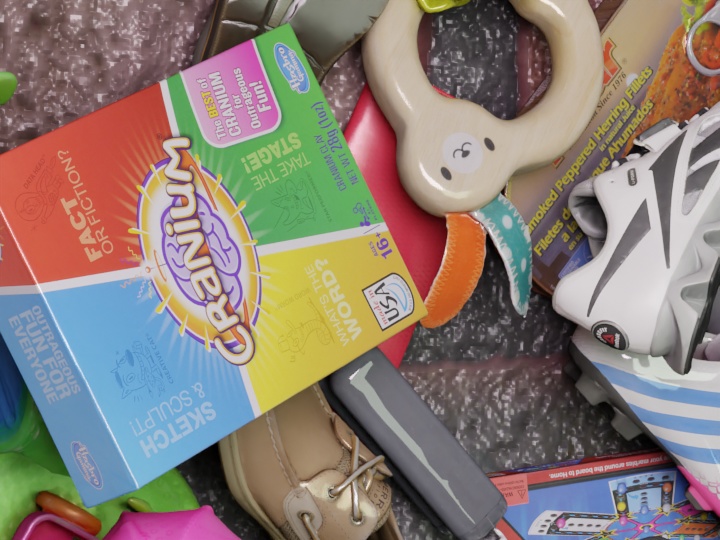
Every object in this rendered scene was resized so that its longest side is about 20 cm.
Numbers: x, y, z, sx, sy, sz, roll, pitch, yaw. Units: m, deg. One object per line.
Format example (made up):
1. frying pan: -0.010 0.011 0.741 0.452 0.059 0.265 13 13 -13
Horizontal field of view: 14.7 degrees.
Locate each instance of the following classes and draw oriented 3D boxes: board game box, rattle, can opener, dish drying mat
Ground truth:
1. board game box: 0.145 0.148 1.475 0.199 0.019 0.104 -7 96 -24
2. rattle: 0.073 -0.085 1.342 0.130 0.143 0.201 23 64 -27
3. can opener: 0.041 0.122 1.387 0.066 0.053 0.200 -40 107 -16
4. board game box: -0.075 -0.006 1.231 0.200 0.040 0.154 -30 95 -44
5. dish drying mat: 0.000 0.000 1.402 0.077 0.018 0.201 26 82 -23

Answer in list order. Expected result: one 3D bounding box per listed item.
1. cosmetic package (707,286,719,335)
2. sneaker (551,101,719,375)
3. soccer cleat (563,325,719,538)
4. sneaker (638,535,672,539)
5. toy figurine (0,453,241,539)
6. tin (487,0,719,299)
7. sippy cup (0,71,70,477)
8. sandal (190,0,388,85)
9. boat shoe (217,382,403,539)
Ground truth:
1. cosmetic package: 0.299 -0.004 1.482 0.200 0.123 0.200 -48 111 -15
2. sneaker: 0.154 -0.044 1.392 0.088 0.074 0.200 18 50 14
3. soccer cleat: 0.193 0.082 1.436 0.086 0.070 0.200 -43 110 7
4. sneaker: 0.165 0.218 1.454 0.084 0.074 0.201 -25 124 -34
5. toy figurine: -0.085 0.165 1.279 0.200 0.184 0.151 32 79 -23
6. tin: 0.142 -0.072 1.453 0.112 0.042 0.200 44 76 -24
7. sippy cup: -0.135 -0.001 1.284 0.130 0.139 0.179 -22 111 -33
8. sandal: -0.041 -0.111 1.362 0.081 0.055 0.201 18 99 -18
9. boat shoe: -0.014 0.103 1.335 0.071 0.064 0.201 -65 145 -40
